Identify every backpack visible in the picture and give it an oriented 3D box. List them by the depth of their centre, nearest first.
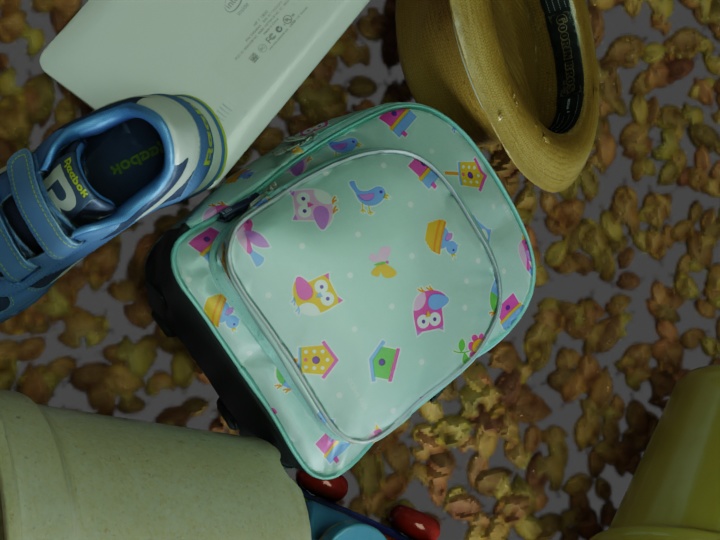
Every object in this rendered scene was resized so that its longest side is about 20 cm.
[{"bbox_3d":[0.000,0.000,0.826,0.200,0.153,0.176,-38,98,-24],"label":"backpack"}]

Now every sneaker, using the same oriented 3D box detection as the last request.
[{"bbox_3d":[-0.167,-0.035,0.771,0.199,0.082,0.074,-34,91,4],"label":"sneaker"}]

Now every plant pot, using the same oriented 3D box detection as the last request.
[{"bbox_3d":[-0.133,0.155,0.764,0.182,0.200,0.203,3,89,-33],"label":"plant pot"},{"bbox_3d":[0.245,0.171,0.910,0.200,0.200,0.190,29,65,-19],"label":"plant pot"}]

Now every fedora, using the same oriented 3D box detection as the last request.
[{"bbox_3d":[0.076,-0.141,0.871,0.200,0.081,0.203,25,59,-52],"label":"fedora"}]

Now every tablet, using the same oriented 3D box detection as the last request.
[{"bbox_3d":[-0.077,-0.157,0.838,0.130,0.014,0.200,37,76,7],"label":"tablet"}]

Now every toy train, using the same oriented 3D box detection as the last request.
[{"bbox_3d":[0.038,0.191,0.858,0.199,0.116,0.085,28,81,-20],"label":"toy train"}]
